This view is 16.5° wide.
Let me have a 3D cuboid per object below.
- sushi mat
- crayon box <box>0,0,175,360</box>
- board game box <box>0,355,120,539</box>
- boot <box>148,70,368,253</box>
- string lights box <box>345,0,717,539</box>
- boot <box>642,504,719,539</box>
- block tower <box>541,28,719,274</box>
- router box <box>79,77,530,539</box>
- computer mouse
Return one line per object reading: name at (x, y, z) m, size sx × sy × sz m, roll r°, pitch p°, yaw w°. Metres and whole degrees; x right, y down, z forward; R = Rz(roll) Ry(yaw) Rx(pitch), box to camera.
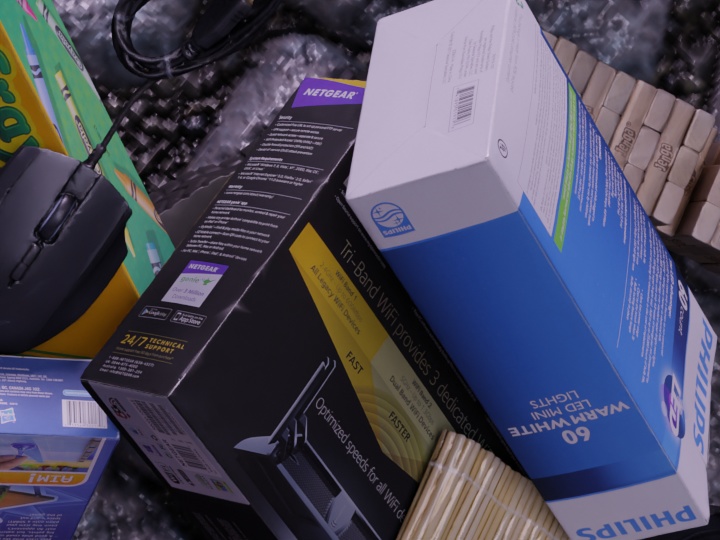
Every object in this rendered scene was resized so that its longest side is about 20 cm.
sushi mat at (0.027, 0.171, 0.954) m, size 0.096 × 0.012 × 0.200 m, roll 32°, pitch 76°, yaw -32°
crayon box at (-0.159, -0.043, 0.942) m, size 0.118 × 0.058 × 0.200 m, roll -17°, pitch 116°, yaw 16°
board game box at (-0.203, 0.074, 0.944) m, size 0.199 × 0.135 × 0.035 m, roll 4°, pitch 59°, yaw -18°
boot at (0.000, 0.000, 1.044) m, size 0.200 × 0.077 × 0.139 m, roll -29°, pitch 103°, yaw -2°
string lights box at (0.070, 0.002, 0.933) m, size 0.059 × 0.103 × 0.200 m, roll -16°, pitch 129°, yaw 24°
boot at (0.129, 0.127, 1.029) m, size 0.199 × 0.168 × 0.077 m, roll 9°, pitch 88°, yaw -16°
block tower at (0.144, -0.038, 1.091) m, size 0.200 × 0.054 × 0.058 m, roll 26°, pitch 82°, yaw -15°
router box at (0.001, 0.050, 0.967) m, size 0.157 × 0.052 × 0.200 m, roll -54°, pitch 130°, yaw -26°
computer mouse at (-0.091, -0.040, 0.884) m, size 0.059 × 0.034 × 0.200 m, roll 33°, pitch 117°, yaw -11°
